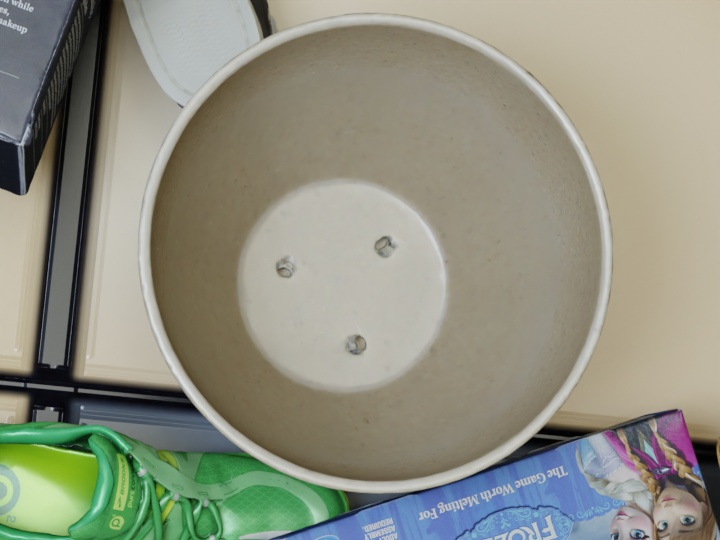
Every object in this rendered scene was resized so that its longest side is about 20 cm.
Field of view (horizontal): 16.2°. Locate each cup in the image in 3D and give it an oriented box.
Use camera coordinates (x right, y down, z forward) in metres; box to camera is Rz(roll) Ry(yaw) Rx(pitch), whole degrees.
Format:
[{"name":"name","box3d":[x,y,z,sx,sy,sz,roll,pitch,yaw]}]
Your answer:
[{"name":"cup","box3d":[0.000,0.000,1.119,0.199,0.143,0.201,1,83,-6]}]

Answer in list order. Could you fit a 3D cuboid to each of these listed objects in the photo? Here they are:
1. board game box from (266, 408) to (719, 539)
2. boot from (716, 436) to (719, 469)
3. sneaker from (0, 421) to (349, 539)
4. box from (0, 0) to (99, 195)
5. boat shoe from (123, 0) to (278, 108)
[{"name":"board game box","box3d":[0.080,0.185,1.124,0.199,0.043,0.200,-17,87,-18]},{"name":"boot","box3d":[0.245,0.143,1.139,0.144,0.071,0.202,-20,74,-44]},{"name":"sneaker","box3d":[-0.102,0.109,1.123,0.199,0.084,0.074,7,83,-10]},{"name":"box","box3d":[-0.203,-0.157,1.077,0.199,0.104,0.183,21,78,-3]},{"name":"boat shoe","box3d":[-0.085,-0.157,1.169,0.074,0.060,0.201,-25,73,6]}]
